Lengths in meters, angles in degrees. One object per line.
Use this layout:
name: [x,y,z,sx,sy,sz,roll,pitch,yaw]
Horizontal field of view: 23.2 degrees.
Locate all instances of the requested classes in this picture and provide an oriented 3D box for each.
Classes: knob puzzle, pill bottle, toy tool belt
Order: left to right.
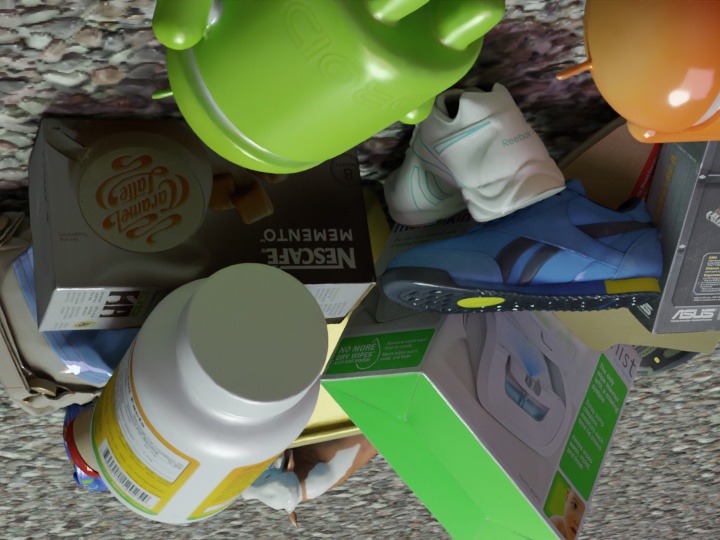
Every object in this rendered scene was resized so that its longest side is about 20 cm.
toy tool belt: [-0.184,0.040,1.176,0.122,0.125,0.201,-26,110,22]
pill bottle: [-0.088,0.071,1.035,0.110,0.112,0.200,1,157,-21]
knob puzzle: [0.191,-0.036,1.176,0.218,0.031,0.221,-11,125,-16]

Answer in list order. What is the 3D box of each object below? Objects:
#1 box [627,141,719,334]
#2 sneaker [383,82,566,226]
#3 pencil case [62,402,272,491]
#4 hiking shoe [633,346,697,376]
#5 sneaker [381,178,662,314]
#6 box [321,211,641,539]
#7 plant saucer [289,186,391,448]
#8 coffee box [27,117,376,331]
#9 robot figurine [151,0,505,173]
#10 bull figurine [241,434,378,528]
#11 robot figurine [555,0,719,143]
box: [0.285,-0.039,1.164,0.198,0.048,0.160,-2,120,-22]
sneaker: [0.063,-0.074,1.102,0.070,0.081,0.200,-24,-174,-20]
pencil case: [-0.170,0.155,1.595,0.198,0.088,0.078,-4,-177,-7]
hiking shoe: [0.226,0.037,1.437,0.199,0.076,0.100,8,158,-33]
sneaker: [0.100,-0.015,1.093,0.198,0.079,0.066,-1,170,-26]
box: [0.087,0.068,1.203,0.096,0.177,0.200,-7,133,41]
plant saucer: [-0.056,0.054,1.257,0.198,0.049,0.201,-13,119,14]
coffee box: [-0.101,-0.028,1.091,0.198,0.115,0.080,0,158,-19]
robot figurine: [-0.018,-0.120,0.870,0.174,0.117,0.199,11,153,-38]
bull figurine: [-0.024,0.140,1.514,0.199,0.065,0.121,-35,-158,-15]
robot figurine: [0.204,-0.130,0.931,0.198,0.118,0.144,0,180,-22]
